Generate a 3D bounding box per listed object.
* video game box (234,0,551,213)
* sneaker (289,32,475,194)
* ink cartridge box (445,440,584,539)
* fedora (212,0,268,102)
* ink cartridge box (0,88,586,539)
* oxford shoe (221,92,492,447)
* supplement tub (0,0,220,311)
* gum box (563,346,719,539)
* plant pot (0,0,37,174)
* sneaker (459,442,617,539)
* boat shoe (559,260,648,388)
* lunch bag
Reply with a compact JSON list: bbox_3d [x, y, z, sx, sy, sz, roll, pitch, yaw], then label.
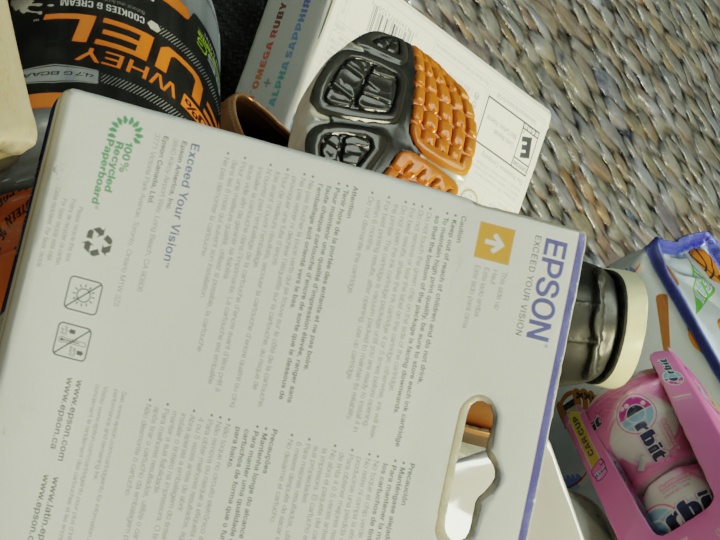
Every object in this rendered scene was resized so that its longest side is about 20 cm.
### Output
[{"bbox_3d":[0.004,-0.032,1.218,0.200,0.047,0.182,31,73,-50],"label":"video game box"},{"bbox_3d":[-0.019,-0.009,1.004,0.076,0.092,0.200,33,53,-15],"label":"sneaker"},{"bbox_3d":[0.020,0.146,1.010,0.067,0.200,0.117,-16,83,-29],"label":"ink cartridge box"},{"bbox_3d":[-0.066,-0.126,1.253,0.201,0.092,0.201,44,23,-25],"label":"fedora"},{"bbox_3d":[-0.035,0.056,0.883,0.200,0.043,0.197,16,78,-12],"label":"ink cartridge box"},{"bbox_3d":[0.000,0.000,1.069,0.200,0.071,0.071,40,24,9],"label":"oxford shoe"},{"bbox_3d":[-0.117,-0.045,1.002,0.123,0.122,0.200,44,25,-32],"label":"supplement tub"},{"bbox_3d":[0.175,0.137,1.157,0.200,0.066,0.114,50,11,-41],"label":"gum box"},{"bbox_3d":[-0.200,-0.106,0.842,0.200,0.200,0.184,-14,84,-68],"label":"plant pot"},{"bbox_3d":[0.059,0.114,1.117,0.200,0.076,0.092,53,45,0],"label":"sneaker"},{"bbox_3d":[0.072,0.026,1.162,0.201,0.063,0.074,161,-65,-77],"label":"boat shoe"},{"bbox_3d":[0.158,0.105,1.344,0.200,0.170,0.124,60,26,10],"label":"lunch bag"}]
